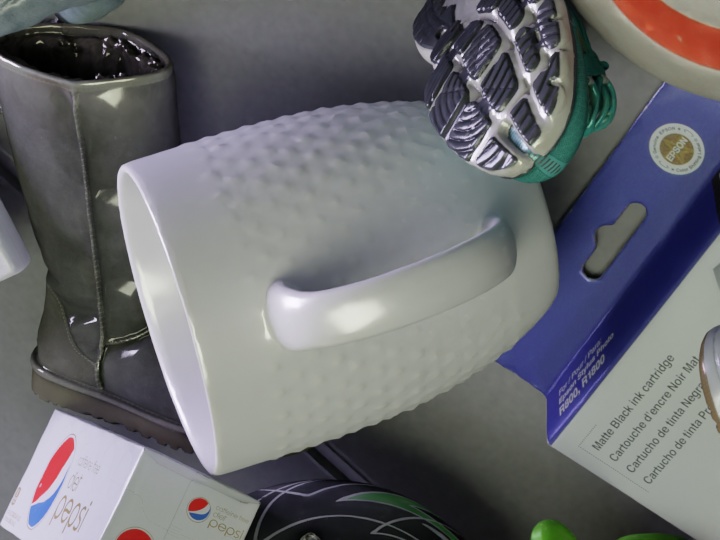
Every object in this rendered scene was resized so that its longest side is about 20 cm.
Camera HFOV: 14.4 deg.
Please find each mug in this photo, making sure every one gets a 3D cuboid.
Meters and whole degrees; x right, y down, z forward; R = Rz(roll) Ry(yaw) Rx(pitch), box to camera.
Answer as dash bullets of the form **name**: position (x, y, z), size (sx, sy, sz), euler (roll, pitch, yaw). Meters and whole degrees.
- **mug**: position (0.000, 0.000, 1.268), size (0.175, 0.200, 0.148), euler (-17, 99, -11)

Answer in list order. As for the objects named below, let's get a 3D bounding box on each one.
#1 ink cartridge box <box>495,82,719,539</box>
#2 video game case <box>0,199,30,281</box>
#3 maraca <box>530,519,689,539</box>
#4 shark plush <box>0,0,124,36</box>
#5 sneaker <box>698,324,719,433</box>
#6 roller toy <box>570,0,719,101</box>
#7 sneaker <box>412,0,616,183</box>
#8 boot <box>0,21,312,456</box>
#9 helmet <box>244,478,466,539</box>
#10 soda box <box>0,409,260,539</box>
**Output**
- **ink cartridge box**: position (0.176, 0.035, 1.330), size (0.200, 0.041, 0.200), euler (33, 126, -1)
- **video game case**: position (-0.278, -0.059, 1.422), size (0.182, 0.024, 0.201), euler (-23, 98, 32)
- **maraca**: position (0.136, 0.190, 1.363), size (0.200, 0.138, 0.107), euler (20, 152, -38)
- **shark plush**: position (-0.102, -0.143, 1.295), size (0.199, 0.083, 0.091), euler (-3, 119, 22)
- **sneaker**: position (0.240, 0.081, 1.218), size (0.108, 0.070, 0.200), euler (-31, 110, 34)
- **roller toy**: position (0.166, -0.168, 1.147), size (0.182, 0.140, 0.201), euler (9, 122, 14)
- **sneaker**: position (0.077, -0.086, 1.203), size (0.080, 0.200, 0.078), euler (35, 108, -15)
- **boot**: position (-0.094, -0.015, 1.388), size (0.181, 0.073, 0.201), euler (11, 117, 14)
- **helmet**: position (-0.014, 0.197, 1.404), size (0.191, 0.200, 0.200), euler (50, 126, 12)
- **soda box**: position (-0.113, 0.116, 1.355), size (0.064, 0.200, 0.068), euler (27, 84, -17)
